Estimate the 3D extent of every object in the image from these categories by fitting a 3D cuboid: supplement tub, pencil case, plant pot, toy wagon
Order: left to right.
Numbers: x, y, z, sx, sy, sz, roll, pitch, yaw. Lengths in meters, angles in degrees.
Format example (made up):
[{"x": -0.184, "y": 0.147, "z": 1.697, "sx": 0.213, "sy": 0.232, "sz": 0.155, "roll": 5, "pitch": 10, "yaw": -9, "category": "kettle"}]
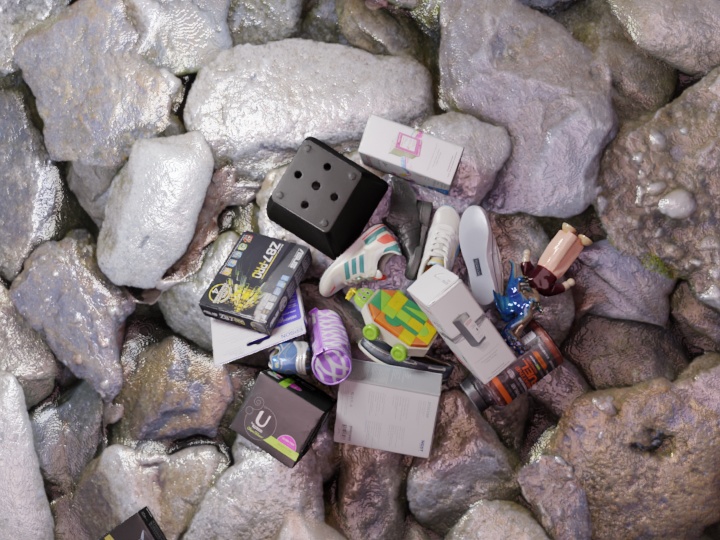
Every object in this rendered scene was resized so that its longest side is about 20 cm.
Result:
[{"x": -0.078, "y": -0.156, "z": 1.464, "sx": 0.199, "sy": 0.177, "sz": 0.201, "roll": 32, "pitch": 89, "yaw": 7, "category": "plant pot"}, {"x": -0.064, "y": 0.144, "z": 1.433, "sx": 0.083, "sy": 0.200, "sz": 0.086, "roll": -30, "pitch": 113, "yaw": 2, "category": "pencil case"}, {"x": 0.059, "y": 0.092, "z": 1.451, "sx": 0.199, "sy": 0.155, "sz": 0.040, "roll": 36, "pitch": 126, "yaw": 6, "category": "toy wagon"}, {"x": 0.297, "y": 0.197, "z": 1.445, "sx": 0.199, "sy": 0.107, "sz": 0.107, "roll": -37, "pitch": 84, "yaw": 2, "category": "supplement tub"}]

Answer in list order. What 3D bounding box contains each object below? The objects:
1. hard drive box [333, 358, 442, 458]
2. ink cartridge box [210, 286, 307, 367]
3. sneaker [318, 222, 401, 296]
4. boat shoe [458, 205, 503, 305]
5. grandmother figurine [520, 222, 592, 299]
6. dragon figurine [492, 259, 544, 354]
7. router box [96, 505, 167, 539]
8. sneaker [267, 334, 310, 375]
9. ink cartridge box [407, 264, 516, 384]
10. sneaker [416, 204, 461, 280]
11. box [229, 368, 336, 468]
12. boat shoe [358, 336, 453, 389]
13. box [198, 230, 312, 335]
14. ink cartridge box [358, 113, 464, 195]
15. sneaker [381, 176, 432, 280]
[{"x": 0.054, "y": 0.274, "z": 1.442, "sx": 0.197, "sy": 0.077, "sz": 0.158, "roll": 10, "pitch": 116, "yaw": 6, "category": "hard drive box"}, {"x": -0.208, "y": 0.098, "z": 1.468, "sx": 0.196, "sy": 0.044, "sz": 0.201, "roll": -20, "pitch": 44, "yaw": 3, "category": "ink cartridge box"}, {"x": 0.000, "y": 0.000, "z": 1.483, "sx": 0.200, "sy": 0.070, "sz": 0.094, "roll": -45, "pitch": 75, "yaw": 13, "category": "sneaker"}, {"x": 0.251, "y": -0.032, "z": 1.485, "sx": 0.073, "sy": 0.065, "sz": 0.203, "roll": -4, "pitch": 94, "yaw": 38, "category": "boat shoe"}, {"x": 0.379, "y": 0.002, "z": 1.476, "sx": 0.121, "sy": 0.061, "sz": 0.201, "roll": 34, "pitch": 87, "yaw": 15, "category": "grandmother figurine"}, {"x": 0.294, "y": 0.063, "z": 1.419, "sx": 0.098, "sy": 0.059, "sz": 0.202, "roll": -27, "pitch": 55, "yaw": 11, "category": "dragon figurine"}, {"x": -0.463, "y": 0.622, "z": 1.503, "sx": 0.156, "sy": 0.052, "sz": 0.201, "roll": -34, "pitch": 84, "yaw": 2, "category": "router box"}, {"x": -0.147, "y": 0.157, "z": 1.436, "sx": 0.076, "sy": 0.200, "sz": 0.077, "roll": -3, "pitch": 95, "yaw": -12, "category": "sneaker"}, {"x": 0.190, "y": 0.099, "z": 1.384, "sx": 0.084, "sy": 0.146, "sz": 0.201, "roll": -37, "pitch": 107, "yaw": -4, "category": "ink cartridge box"}, {"x": 0.165, "y": -0.036, "z": 1.483, "sx": 0.075, "sy": 0.081, "sz": 0.203, "roll": 11, "pitch": 86, "yaw": 7, "category": "sneaker"}, {"x": -0.146, "y": 0.281, "z": 1.427, "sx": 0.147, "sy": 0.200, "sz": 0.125, "roll": 30, "pitch": 89, "yaw": 6, "category": "box"}, {"x": 0.093, "y": 0.175, "z": 1.471, "sx": 0.198, "sy": 0.075, "sz": 0.062, "roll": 26, "pitch": 109, "yaw": 4, "category": "boat shoe"}, {"x": -0.209, "y": 0.021, "z": 1.464, "sx": 0.159, "sy": 0.049, "sz": 0.201, "roll": 16, "pitch": 56, "yaw": 19, "category": "box"}, {"x": 0.101, "y": -0.233, "z": 1.469, "sx": 0.198, "sy": 0.145, "sz": 0.086, "roll": 22, "pitch": 89, "yaw": 6, "category": "ink cartridge box"}, {"x": 0.088, "y": -0.087, "z": 1.506, "sx": 0.103, "sy": 0.060, "sz": 0.203, "roll": 13, "pitch": 83, "yaw": 5, "category": "sneaker"}]
